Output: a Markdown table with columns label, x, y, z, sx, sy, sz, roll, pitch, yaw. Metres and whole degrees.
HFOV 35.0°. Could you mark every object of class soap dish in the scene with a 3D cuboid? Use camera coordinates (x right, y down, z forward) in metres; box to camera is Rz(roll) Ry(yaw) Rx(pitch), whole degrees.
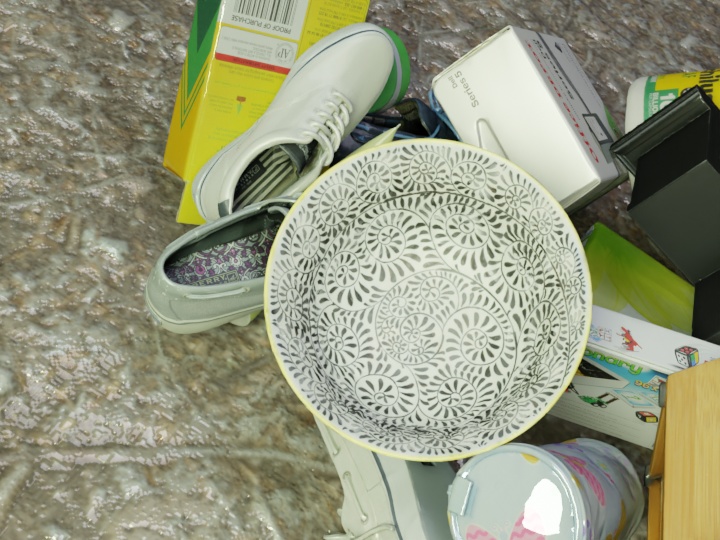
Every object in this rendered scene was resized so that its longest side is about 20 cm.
| label | x | y | z | sx | sy | sz | roll | pitch | yaw |
| --- | --- | --- | --- | --- | --- | --- | --- | --- | --- |
| soap dish | 0.231 | 0.164 | 0.753 | 0.080 | 0.201 | 0.159 | 4 | 60 | 12 |

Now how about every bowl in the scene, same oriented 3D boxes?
| label | x | y | z | sx | sy | sz | roll | pitch | yaw |
| --- | --- | --- | --- | --- | --- | --- | --- | --- | --- |
| bowl | 0.042 | 0.027 | 0.728 | 0.198 | 0.094 | 0.203 | -1 | 72 | 3 |

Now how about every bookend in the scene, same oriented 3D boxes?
| label | x | y | z | sx | sy | sz | roll | pitch | yaw |
| --- | --- | --- | --- | --- | --- | --- | --- | --- | --- |
| bookend | 0.278 | -0.002 | 0.869 | 0.199 | 0.092 | 0.201 | 44 | 37 | -14 |

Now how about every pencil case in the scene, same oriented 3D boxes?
| label | x | y | z | sx | sy | sz | roll | pitch | yaw |
| --- | --- | --- | --- | --- | --- | --- | --- | --- | --- |
| pencil case | 0.124 | 0.150 | 0.737 | 0.090 | 0.084 | 0.200 | 32 | 7 | 23 |

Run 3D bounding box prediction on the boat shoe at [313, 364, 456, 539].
| label | x | y | z | sx | sy | sz | roll | pitch | yaw |
| --- | --- | --- | --- | --- | --- | --- | --- | --- | --- |
| boat shoe | 0.015 | 0.155 | 0.743 | 0.074 | 0.086 | 0.203 | 17 | 36 | -47 |

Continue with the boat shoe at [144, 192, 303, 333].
| label | x | y | z | sx | sy | sz | roll | pitch | yaw |
| --- | --- | --- | --- | --- | --- | --- | --- | --- | --- |
| boat shoe | -0.052 | -0.016 | 0.788 | 0.199 | 0.072 | 0.071 | -22 | 73 | -22 |

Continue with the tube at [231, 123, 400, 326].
| label | x | y | z | sx | sy | sz | roll | pitch | yaw |
| --- | --- | --- | --- | --- | --- | --- | --- | --- | --- |
| tube | -0.039 | -0.039 | 0.878 | 0.058 | 0.052 | 0.200 | 11 | 46 | 41 |

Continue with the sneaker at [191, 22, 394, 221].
| label | x | y | z | sx | sy | sz | roll | pitch | yaw |
| --- | --- | --- | --- | --- | --- | --- | --- | --- | --- |
| sneaker | -0.038 | -0.102 | 0.859 | 0.073 | 0.200 | 0.071 | 46 | -7 | -35 |

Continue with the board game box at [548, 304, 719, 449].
| label | x | y | z | sx | sy | sz | roll | pitch | yaw |
| --- | --- | --- | --- | --- | --- | --- | --- | --- | --- |
| board game box | 0.151 | 0.066 | 0.829 | 0.198 | 0.127 | 0.035 | 19 | 61 | 7 |

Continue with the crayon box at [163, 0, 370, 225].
| label | x | y | z | sx | sy | sz | roll | pitch | yaw |
| --- | --- | --- | --- | --- | --- | --- | --- | --- | --- |
| crayon box | -0.078 | -0.133 | 0.898 | 0.126 | 0.202 | 0.051 | 7 | 15 | -34 |

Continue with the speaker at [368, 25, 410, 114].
| label | x | y | z | sx | sy | sz | roll | pitch | yaw |
| --- | --- | --- | --- | --- | --- | --- | --- | --- | --- |
| speaker | -0.051 | -0.166 | 1.002 | 0.199 | 0.089 | 0.089 | -17 | 59 | -38 |

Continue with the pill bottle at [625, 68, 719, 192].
| label | x | y | z | sx | sy | sz | roll | pitch | yaw |
| --- | --- | --- | --- | --- | --- | --- | --- | --- | --- |
| pill bottle | 0.333 | -0.117 | 0.967 | 0.198 | 0.114 | 0.113 | -2 | 37 | 24 |

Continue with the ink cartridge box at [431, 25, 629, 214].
| label | x | y | z | sx | sy | sz | roll | pitch | yaw |
| --- | --- | --- | --- | --- | --- | --- | --- | --- | --- |
| ink cartridge box | 0.156 | -0.121 | 0.978 | 0.146 | 0.084 | 0.200 | 60 | 23 | 5 |

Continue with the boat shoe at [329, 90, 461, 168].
| label | x | y | z | sx | sy | sz | roll | pitch | yaw |
| --- | --- | --- | --- | --- | --- | --- | --- | --- | --- |
| boat shoe | 0.049 | -0.117 | 1.000 | 0.198 | 0.069 | 0.084 | -8 | 23 | -34 |

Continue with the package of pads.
| label | x | y | z | sx | sy | sz | roll | pitch | yaw |
| --- | --- | --- | --- | --- | --- | --- | --- | --- | --- |
| package of pads | 0.243 | 0.069 | 0.948 | 0.199 | 0.068 | 0.155 | 34 | 42 | 6 |
